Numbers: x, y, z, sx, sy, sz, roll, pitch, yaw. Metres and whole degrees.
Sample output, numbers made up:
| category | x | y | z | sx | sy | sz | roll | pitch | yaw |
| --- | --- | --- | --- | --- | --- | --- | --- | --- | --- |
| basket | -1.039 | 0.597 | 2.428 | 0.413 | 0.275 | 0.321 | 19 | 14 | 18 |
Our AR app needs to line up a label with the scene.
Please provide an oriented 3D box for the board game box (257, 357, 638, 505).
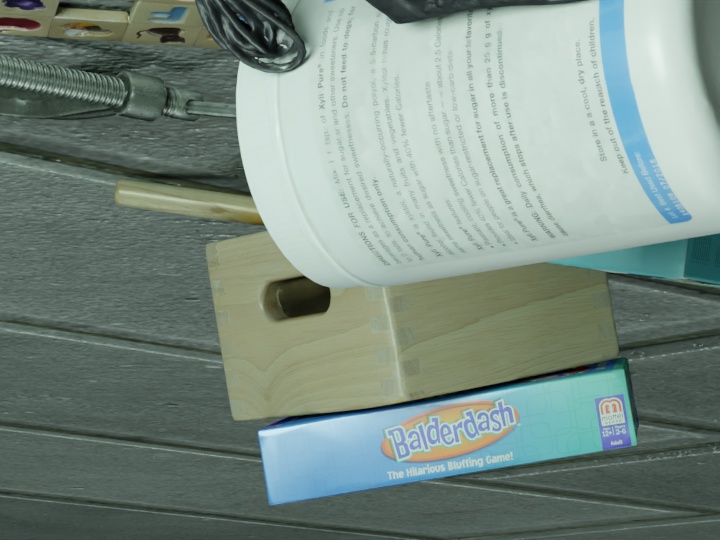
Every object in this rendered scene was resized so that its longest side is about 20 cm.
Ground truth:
| category | x | y | z | sx | sy | sz | roll | pitch | yaw |
| --- | --- | --- | --- | --- | --- | --- | --- | --- | --- |
| board game box | 0.053 | 0.087 | 1.587 | 0.199 | 0.045 | 0.152 | -9 | 179 | 5 |

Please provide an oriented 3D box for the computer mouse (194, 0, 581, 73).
| category | x | y | z | sx | sy | sz | roll | pitch | yaw |
| --- | --- | --- | --- | --- | --- | --- | --- | --- | --- |
| computer mouse | 0.007 | -0.141 | 1.044 | 0.199 | 0.046 | 0.140 | -11 | 145 | 31 |

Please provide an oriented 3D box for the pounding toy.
| category | x | y | z | sx | sy | sz | roll | pitch | yaw |
| --- | --- | --- | --- | --- | --- | --- | --- | --- | --- |
| pounding toy | 0.000 | 0.000 | 1.579 | 0.183 | 0.143 | 0.199 | -9 | 180 | -38 |

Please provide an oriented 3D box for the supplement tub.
| category | x | y | z | sx | sy | sz | roll | pitch | yaw |
| --- | --- | --- | --- | --- | --- | --- | --- | --- | --- |
| supplement tub | 0.065 | -0.068 | 1.142 | 0.199 | 0.133 | 0.132 | -9 | 166 | 30 |

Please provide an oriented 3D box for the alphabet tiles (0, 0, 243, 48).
| category | x | y | z | sx | sy | sz | roll | pitch | yaw |
| --- | --- | --- | --- | --- | --- | --- | --- | --- | --- |
| alphabet tiles | -0.060 | -0.120 | 1.231 | 0.199 | 0.008 | 0.167 | 3 | 168 | -11 |

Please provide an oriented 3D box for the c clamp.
| category | x | y | z | sx | sy | sz | roll | pitch | yaw |
| --- | --- | --- | --- | --- | --- | --- | --- | --- | --- |
| c clamp | -0.165 | -0.091 | 1.334 | 0.199 | 0.027 | 0.171 | 8 | 176 | -32 |

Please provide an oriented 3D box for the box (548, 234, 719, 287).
| category | x | y | z | sx | sy | sz | roll | pitch | yaw |
| --- | --- | --- | --- | --- | --- | --- | --- | --- | --- |
| box | 0.164 | -0.019 | 1.516 | 0.082 | 0.050 | 0.200 | 8 | 180 | 23 |
